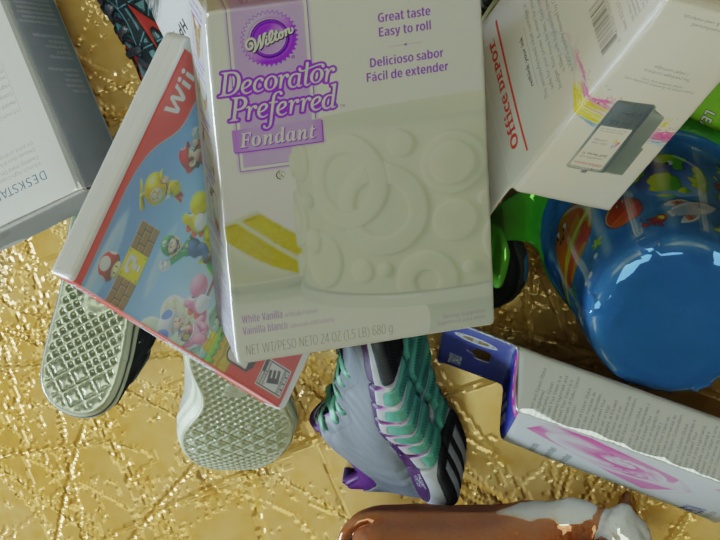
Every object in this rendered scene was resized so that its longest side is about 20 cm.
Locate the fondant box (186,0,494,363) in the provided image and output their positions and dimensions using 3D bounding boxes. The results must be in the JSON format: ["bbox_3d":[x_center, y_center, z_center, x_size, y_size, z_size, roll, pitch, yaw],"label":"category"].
[{"bbox_3d":[-0.009,-0.060,1.313,0.144,0.058,0.201,-9,115,-10],"label":"fondant box"}]

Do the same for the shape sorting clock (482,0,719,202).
[{"bbox_3d":[0.157,-0.103,1.452,0.199,0.039,0.201,1,114,3],"label":"shape sorting clock"}]

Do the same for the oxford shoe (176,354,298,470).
[{"bbox_3d":[-0.076,0.063,1.511,0.075,0.058,0.200,-3,148,-2],"label":"oxford shoe"}]

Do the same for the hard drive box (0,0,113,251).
[{"bbox_3d":[-0.251,-0.109,1.492,0.155,0.077,0.201,-23,86,17],"label":"hard drive box"}]

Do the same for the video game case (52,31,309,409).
[{"bbox_3d":[-0.073,-0.023,1.369,0.017,0.200,0.143,17,78,40],"label":"video game case"}]

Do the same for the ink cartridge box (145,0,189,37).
[{"bbox_3d":[-0.070,-0.167,1.376,0.067,0.116,0.200,-23,82,-27],"label":"ink cartridge box"}]

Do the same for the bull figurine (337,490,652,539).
[{"bbox_3d":[0.082,0.185,1.528,0.199,0.065,0.122,5,123,-6],"label":"bull figurine"}]

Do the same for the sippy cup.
[{"bbox_3d":[0.170,-0.001,1.403,0.177,0.130,0.140,-26,114,11],"label":"sippy cup"}]

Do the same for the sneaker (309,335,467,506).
[{"bbox_3d":[0.000,0.075,1.495,0.087,0.075,0.200,-1,137,19],"label":"sneaker"}]

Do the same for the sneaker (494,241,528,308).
[{"bbox_3d":[0.000,0.000,1.500,0.199,0.082,0.073,3,105,8],"label":"sneaker"}]

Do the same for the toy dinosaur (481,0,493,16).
[{"bbox_3d":[0.059,-0.213,1.444,0.088,0.047,0.201,9,108,-7],"label":"toy dinosaur"}]

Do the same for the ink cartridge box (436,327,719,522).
[{"bbox_3d":[0.133,0.090,1.446,0.199,0.196,0.043,19,82,4],"label":"ink cartridge box"}]

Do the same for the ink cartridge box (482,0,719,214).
[{"bbox_3d":[0.126,-0.116,1.340,0.067,0.117,0.200,11,140,-27],"label":"ink cartridge box"}]

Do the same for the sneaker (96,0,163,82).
[{"bbox_3d":[-0.122,-0.148,1.480,0.200,0.079,0.096,28,112,2],"label":"sneaker"}]

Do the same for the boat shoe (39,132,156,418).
[{"bbox_3d":[-0.144,-0.007,1.538,0.074,0.062,0.201,19,94,9],"label":"boat shoe"}]
